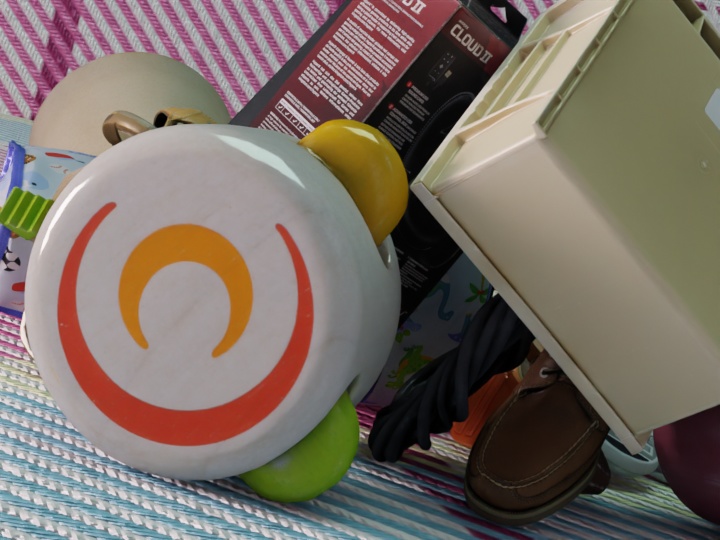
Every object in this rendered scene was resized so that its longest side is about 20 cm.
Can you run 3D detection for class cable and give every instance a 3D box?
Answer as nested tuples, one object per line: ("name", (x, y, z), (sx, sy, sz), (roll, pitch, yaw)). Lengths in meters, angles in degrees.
("cable", (0.069, 0.057, 1.216), (0.051, 0.200, 0.163), (42, 44, 0))

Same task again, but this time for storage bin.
("storage bin", (0.160, -0.044, 1.146), (0.200, 0.199, 0.094), (49, -44, -13))

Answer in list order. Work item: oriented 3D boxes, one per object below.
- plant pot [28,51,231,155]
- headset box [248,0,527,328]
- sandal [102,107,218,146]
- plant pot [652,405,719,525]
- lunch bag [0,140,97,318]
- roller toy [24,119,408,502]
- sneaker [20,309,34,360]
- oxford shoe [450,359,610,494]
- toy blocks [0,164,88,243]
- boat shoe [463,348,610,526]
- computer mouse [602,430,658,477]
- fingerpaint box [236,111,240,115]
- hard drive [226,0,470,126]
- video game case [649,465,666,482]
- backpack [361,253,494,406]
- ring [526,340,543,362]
("plant pot", (-0.184, -0.068, 1.740), (0.187, 0.188, 0.200), (12, 20, -17))
("headset box", (0.027, -0.082, 1.226), (0.077, 0.200, 0.149), (43, 7, 40))
("sandal", (-0.122, -0.089, 1.498), (0.080, 0.054, 0.200), (23, -1, 29))
("plant pot", (0.279, 0.094, 1.226), (0.199, 0.201, 0.179), (10, -9, -29))
("lunch bag", (-0.180, -0.017, 1.435), (0.170, 0.124, 0.200), (14, -1, -14))
("roller toy", (-0.074, 0.012, 1.090), (0.182, 0.201, 0.140), (9, 5, 13))
("sneaker", (-0.102, 0.060, 1.233), (0.200, 0.067, 0.090), (9, -14, 24))
("oxford shoe", (0.110, 0.102, 1.323), (0.073, 0.071, 0.200), (30, 9, -13))
("toy blocks", (-0.114, -0.008, 1.270), (0.200, 0.100, 0.137), (34, -18, -18))
("boat shoe", (0.123, 0.068, 1.191), (0.072, 0.068, 0.200), (24, 42, 22))
("computer mouse", (0.173, 0.083, 1.418), (0.110, 0.044, 0.200), (34, 32, -7))
("fingerpaint box", (-0.017, -0.025, 1.645), (0.199, 0.167, 0.073), (13, 4, -15))
("hard drive", (-0.006, -0.100, 1.281), (0.033, 0.200, 0.140), (44, 1, 31))
("video game case", (0.263, 0.138, 1.479), (0.200, 0.022, 0.182), (7, 9, -41))
("backpack", (0.000, 0.000, 1.425), (0.147, 0.184, 0.200), (4, 18, -25))
("ring", (0.114, -0.007, 1.359), (0.019, 0.201, 0.200), (-17, 11, -7))
